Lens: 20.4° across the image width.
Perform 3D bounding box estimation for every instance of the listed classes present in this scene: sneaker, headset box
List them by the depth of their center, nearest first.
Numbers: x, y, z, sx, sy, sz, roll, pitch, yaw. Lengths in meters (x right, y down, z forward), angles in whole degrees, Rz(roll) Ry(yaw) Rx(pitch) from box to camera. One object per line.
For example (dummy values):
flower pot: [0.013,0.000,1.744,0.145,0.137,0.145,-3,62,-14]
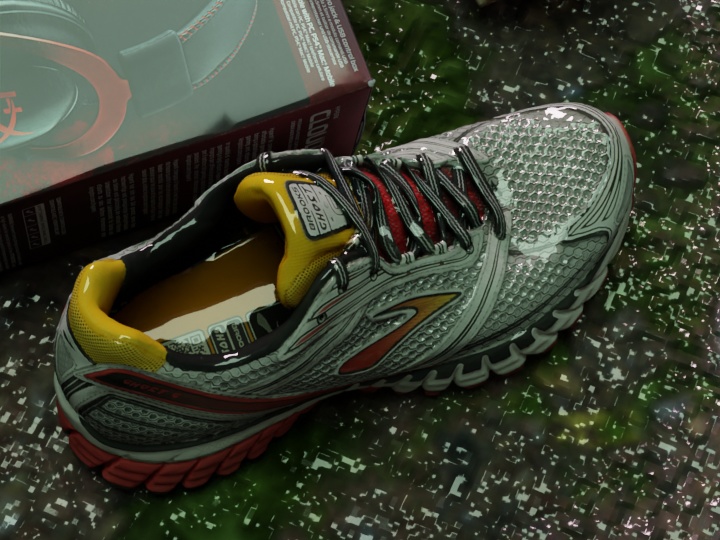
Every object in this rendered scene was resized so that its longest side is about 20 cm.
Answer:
sneaker: [0.000,0.000,0.610,0.199,0.082,0.078,-26,63,-15]
headset box: [-0.095,-0.090,0.647,0.198,0.075,0.150,-18,78,-11]

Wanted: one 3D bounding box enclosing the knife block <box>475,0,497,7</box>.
knife block: [0.017,-0.216,0.692,0.175,0.064,0.202,27,53,-34]
